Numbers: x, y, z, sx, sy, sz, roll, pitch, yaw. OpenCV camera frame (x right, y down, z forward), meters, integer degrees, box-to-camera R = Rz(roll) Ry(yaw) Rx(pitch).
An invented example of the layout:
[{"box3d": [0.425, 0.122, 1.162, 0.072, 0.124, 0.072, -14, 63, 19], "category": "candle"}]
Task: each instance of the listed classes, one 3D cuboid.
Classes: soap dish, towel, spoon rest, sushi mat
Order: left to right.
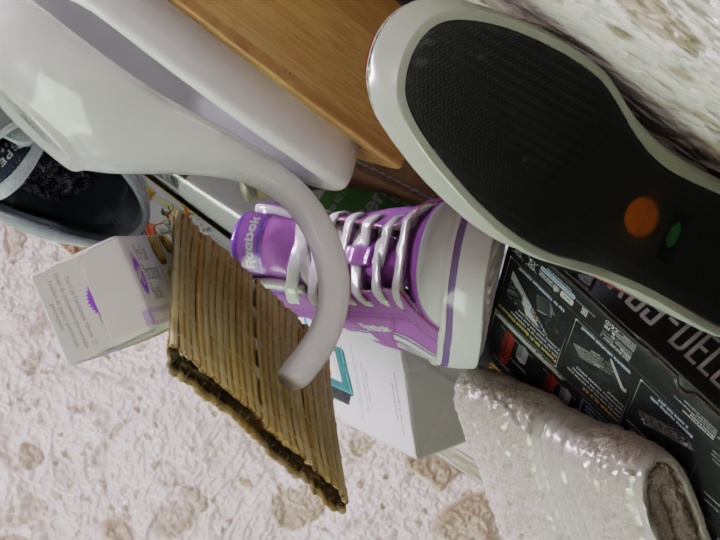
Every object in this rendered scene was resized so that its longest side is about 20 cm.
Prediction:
[{"box3d": [-0.075, -0.044, 1.062, 0.200, 0.061, 0.099, 46, 171, -4], "category": "spoon rest"}, {"box3d": [-0.073, -0.110, 1.101, 0.157, 0.081, 0.200, 35, 173, -26], "category": "soap dish"}, {"box3d": [-0.043, 0.033, 1.118, 0.096, 0.012, 0.200, 42, -171, -13], "category": "sushi mat"}, {"box3d": [0.111, 0.136, 1.216, 0.132, 0.034, 0.200, 23, 144, 48], "category": "towel"}]

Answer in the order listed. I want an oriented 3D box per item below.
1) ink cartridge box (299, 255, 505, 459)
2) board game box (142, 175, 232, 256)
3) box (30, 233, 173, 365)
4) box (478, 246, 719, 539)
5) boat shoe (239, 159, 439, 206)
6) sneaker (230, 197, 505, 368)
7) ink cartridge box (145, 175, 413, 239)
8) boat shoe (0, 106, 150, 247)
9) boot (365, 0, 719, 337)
[{"box3d": [0.024, 0.033, 1.516, 0.200, 0.116, 0.067, 22, 126, 59], "category": "ink cartridge box"}, {"box3d": [-0.149, -0.050, 1.376, 0.200, 0.034, 0.134, 38, 173, -28], "category": "board game box"}, {"box3d": [-0.096, 0.010, 1.153, 0.200, 0.039, 0.042, -6, -109, -86], "category": "box"}, {"box3d": [0.139, 0.073, 1.180, 0.200, 0.050, 0.158, 43, 154, 19], "category": "box"}, {"box3d": [-0.030, -0.062, 1.276, 0.200, 0.076, 0.072, 30, 173, 14], "category": "boat shoe"}, {"box3d": [0.000, 0.001, 1.205, 0.114, 0.073, 0.200, 13, 170, -6], "category": "sneaker"}, {"box3d": [-0.065, -0.065, 1.382, 0.200, 0.084, 0.146, 34, 173, -1], "category": "ink cartridge box"}, {"box3d": [-0.151, -0.061, 1.116, 0.072, 0.070, 0.201, 50, -168, 35], "category": "boat shoe"}, {"box3d": [0.057, -0.044, 1.043, 0.200, 0.073, 0.144, 32, 176, -31], "category": "boot"}]
